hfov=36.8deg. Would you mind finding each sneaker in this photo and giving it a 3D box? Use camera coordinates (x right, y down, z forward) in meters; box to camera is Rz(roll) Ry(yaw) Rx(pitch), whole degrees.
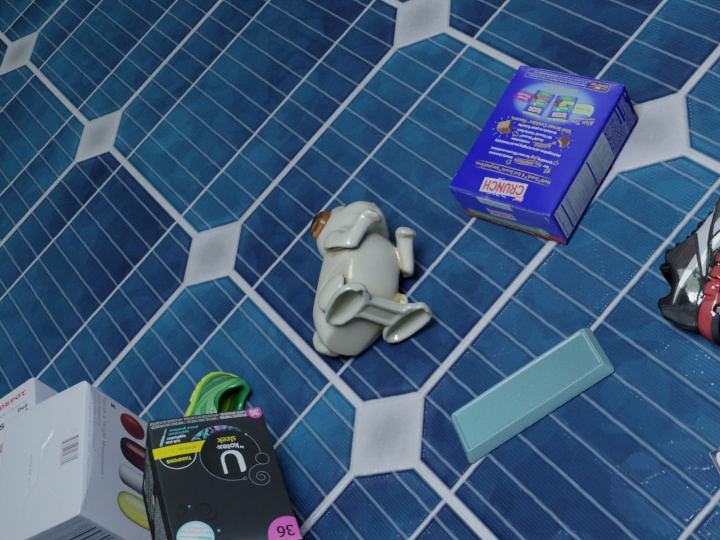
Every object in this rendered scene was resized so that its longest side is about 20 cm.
[{"bbox_3d":[-0.202,0.225,1.439,0.082,0.074,0.203,-7,56,37],"label":"sneaker"},{"bbox_3d":[0.382,-0.021,1.187,0.097,0.071,0.203,9,67,37],"label":"sneaker"}]

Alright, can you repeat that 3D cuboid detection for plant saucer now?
[{"bbox_3d":[0.193,0.141,1.249,0.198,0.019,0.070,-34,46,10],"label":"plant saucer"}]

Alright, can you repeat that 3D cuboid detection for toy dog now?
[{"bbox_3d":[0.000,0.000,1.429,0.195,0.137,0.203,124,149,-46],"label":"toy dog"}]

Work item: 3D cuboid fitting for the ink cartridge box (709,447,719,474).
[{"bbox_3d":[0.444,0.174,1.028,0.198,0.039,0.100,-32,45,13],"label":"ink cartridge box"}]

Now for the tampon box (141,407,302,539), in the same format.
[{"bbox_3d":[-0.171,0.287,1.291,0.147,0.128,0.201,-5,42,-21],"label":"tampon box"}]

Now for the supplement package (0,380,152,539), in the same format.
[{"bbox_3d":[-0.350,0.291,1.410,0.145,0.200,0.194,-25,48,18],"label":"supplement package"}]

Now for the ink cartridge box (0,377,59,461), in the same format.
[{"bbox_3d":[-0.509,0.285,1.613,0.144,0.084,0.202,-32,45,13],"label":"ink cartridge box"}]

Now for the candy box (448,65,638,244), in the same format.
[{"bbox_3d":[0.233,-0.151,1.386,0.168,0.077,0.202,21,73,42],"label":"candy box"}]
